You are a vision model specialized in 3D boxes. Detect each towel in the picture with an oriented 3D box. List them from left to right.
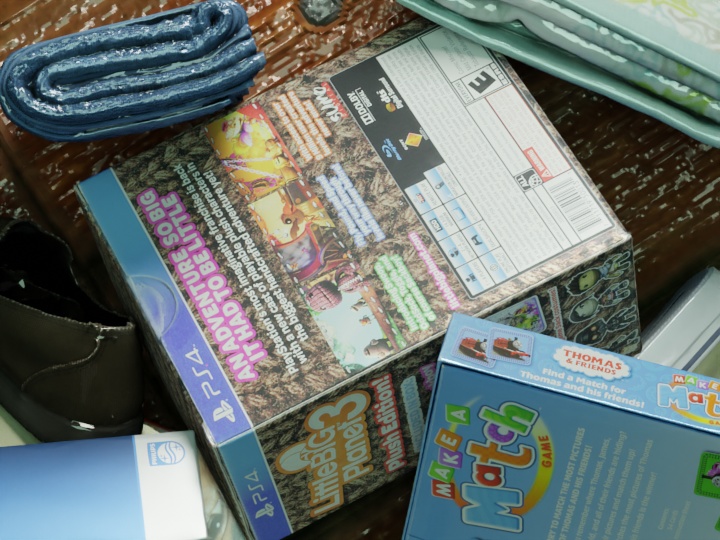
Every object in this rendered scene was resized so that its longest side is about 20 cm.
[{"bbox_3d":[-0.101,-0.085,1.043,0.111,0.200,0.049,-13,96,-4],"label":"towel"},{"bbox_3d":[0.115,-0.151,1.090,0.200,0.048,0.171,26,44,-3],"label":"towel"}]

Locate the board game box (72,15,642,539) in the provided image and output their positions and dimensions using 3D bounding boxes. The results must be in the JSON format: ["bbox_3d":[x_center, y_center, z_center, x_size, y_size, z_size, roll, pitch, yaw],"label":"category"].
[{"bbox_3d":[0.000,0.000,1.051,0.200,0.097,0.160,-26,55,-8],"label":"board game box"}]

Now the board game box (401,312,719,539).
[{"bbox_3d":[0.121,0.104,0.992,0.199,0.152,0.037,14,43,4],"label":"board game box"}]

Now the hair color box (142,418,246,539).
[{"bbox_3d":[-0.143,0.111,1.093,0.200,0.064,0.111,21,84,-2],"label":"hair color box"}]

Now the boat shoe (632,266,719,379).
[{"bbox_3d":[0.125,0.087,1.103,0.062,0.072,0.200,42,81,1],"label":"boat shoe"}]

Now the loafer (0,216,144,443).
[{"bbox_3d":[-0.162,0.002,1.063,0.200,0.073,0.071,35,116,27],"label":"loafer"}]

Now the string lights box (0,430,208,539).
[{"bbox_3d":[-0.166,0.126,0.993,0.199,0.103,0.059,-4,52,-9],"label":"string lights box"}]

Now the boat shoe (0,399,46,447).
[{"bbox_3d":[-0.210,0.079,1.033,0.201,0.074,0.063,10,119,-11],"label":"boat shoe"}]
